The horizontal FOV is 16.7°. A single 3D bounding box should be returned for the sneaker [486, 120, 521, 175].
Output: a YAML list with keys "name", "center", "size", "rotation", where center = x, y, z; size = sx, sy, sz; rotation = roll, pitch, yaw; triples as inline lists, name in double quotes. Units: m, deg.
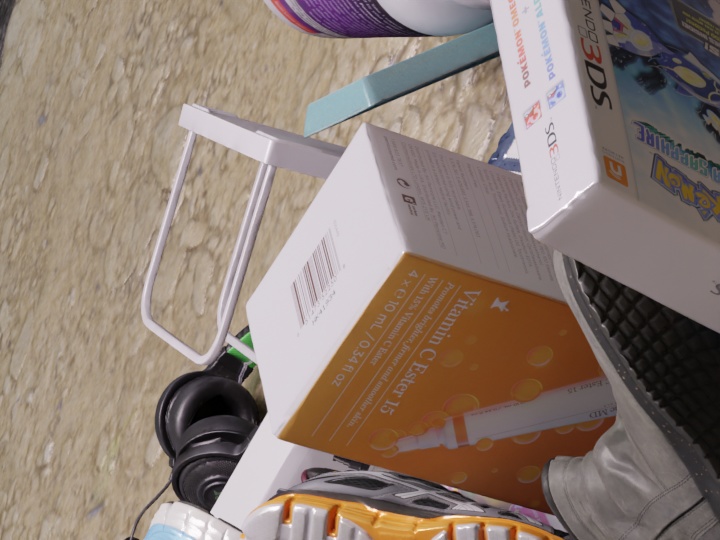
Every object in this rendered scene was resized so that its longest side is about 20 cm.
- name: "sneaker"
  center: [0.086, -0.045, 1.247]
  size: [0.200, 0.075, 0.085]
  rotation: [-33, 65, 9]

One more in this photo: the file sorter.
- name: "file sorter"
  center: [0.000, 0.000, 1.331]
  size: [0.139, 0.200, 0.125]
  rotation: [28, 103, 64]

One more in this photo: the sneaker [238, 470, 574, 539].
- name: "sneaker"
  center: [0.046, 0.136, 1.174]
  size: [0.077, 0.199, 0.078]
  rotation: [-45, -32, -65]

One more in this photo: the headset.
- name: "headset"
  center: [-0.085, 0.121, 1.596]
  size: [0.200, 0.094, 0.124]
  rotation: [-50, 26, 11]

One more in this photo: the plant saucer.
- name: "plant saucer"
  center: [0.059, -0.118, 1.316]
  size: [0.070, 0.200, 0.019]
  rotation: [-21, 93, 56]

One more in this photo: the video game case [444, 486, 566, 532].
- name: "video game case"
  center: [0.016, 0.177, 1.216]
  size: [0.200, 0.018, 0.143]
  rotation: [-29, 55, 5]

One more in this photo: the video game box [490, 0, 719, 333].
- name: "video game box"
  center: [0.146, -0.055, 1.061]
  size: [0.047, 0.200, 0.183]
  rotation: [-40, 39, 35]

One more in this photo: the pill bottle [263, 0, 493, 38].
- name: "pill bottle"
  center: [0.028, -0.184, 1.353]
  size: [0.200, 0.111, 0.112]
  rotation: [9, 82, 60]

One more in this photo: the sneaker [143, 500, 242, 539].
- name: "sneaker"
  center: [-0.042, 0.203, 1.299]
  size: [0.200, 0.078, 0.090]
  rotation: [24, 76, 27]

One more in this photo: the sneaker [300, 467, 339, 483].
- name: "sneaker"
  center: [0.020, 0.153, 1.280]
  size: [0.200, 0.115, 0.076]
  rotation: [19, 91, 65]

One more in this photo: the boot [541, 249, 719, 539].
- name: "boot"
  center: [0.118, 0.076, 1.075]
  size: [0.068, 0.200, 0.131]
  rotation: [-37, 4, -39]

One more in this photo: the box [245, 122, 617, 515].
- name: "box"
  center: [0.065, 0.031, 1.170]
  size: [0.125, 0.200, 0.098]
  rotation: [-56, 31, 30]

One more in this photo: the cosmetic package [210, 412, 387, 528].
- name: "cosmetic package"
  center: [-0.048, 0.163, 1.453]
  size: [0.200, 0.082, 0.051]
  rotation: [-60, 27, 25]
